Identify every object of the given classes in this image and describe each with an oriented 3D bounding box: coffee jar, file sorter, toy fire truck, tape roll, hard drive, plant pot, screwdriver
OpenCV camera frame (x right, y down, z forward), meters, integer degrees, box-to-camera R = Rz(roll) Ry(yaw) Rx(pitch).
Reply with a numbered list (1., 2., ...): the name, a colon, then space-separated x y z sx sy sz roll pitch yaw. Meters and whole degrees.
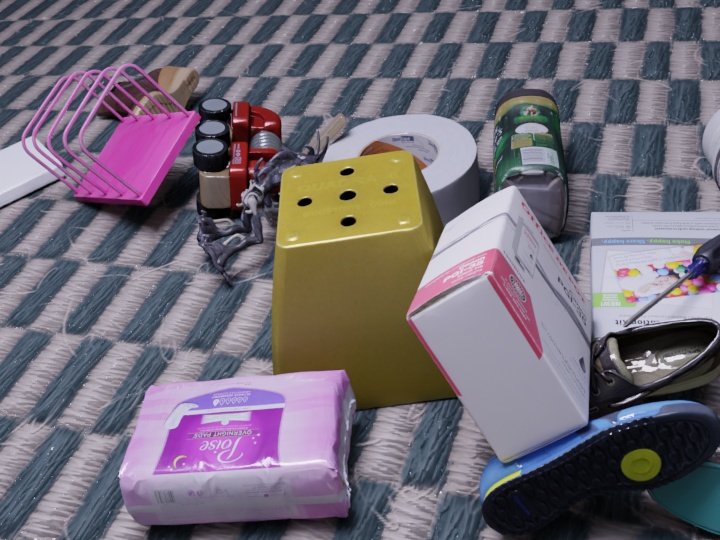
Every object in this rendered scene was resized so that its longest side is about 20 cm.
1. coffee jar: 0.200 -0.131 1.023 0.083 0.106 0.202 0 38 9
2. file sorter: -0.337 -0.182 1.126 0.198 0.125 0.141 7 63 47
3. toy fire truck: -0.121 -0.167 1.147 0.195 0.131 0.178 0 37 -6
4. tape roll: 0.051 -0.118 1.074 0.195 0.067 0.202 -6 38 5
5. hard drive: -0.551 -0.128 1.267 0.198 0.027 0.131 -32 42 -24
6. plant pot: 0.000 0.000 0.848 0.195 0.179 0.202 -8 38 4
7. screwdriver: 0.298 0.011 0.805 0.198 0.028 0.029 -29 -4 -30

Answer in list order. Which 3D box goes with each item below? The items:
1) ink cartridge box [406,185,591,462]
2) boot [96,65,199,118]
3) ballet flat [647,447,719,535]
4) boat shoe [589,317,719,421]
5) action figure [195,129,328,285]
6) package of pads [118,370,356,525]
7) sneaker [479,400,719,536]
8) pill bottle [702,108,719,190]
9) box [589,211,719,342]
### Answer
1. ink cartridge box: 0.125 0.034 0.723 0.082 0.148 0.201 -30 13 26
2. boot: -0.358 -0.254 1.363 0.163 0.073 0.202 -4 38 29
3. ballet flat: 0.319 0.173 0.648 0.196 0.070 0.075 10 21 34
4. boat shoe: 0.223 0.085 0.752 0.196 0.065 0.074 -23 54 5
5. action figure: -0.104 -0.076 1.032 0.199 0.103 0.119 -40 37 -6
6. package of pads: -0.102 0.157 0.758 0.195 0.077 0.122 -5 37 7
7. sneaker: 0.180 0.138 0.675 0.197 0.067 0.079 -29 17 23
8. pill bottle: 0.445 -0.101 0.913 0.110 0.115 0.202 -7 35 4
9. box: 0.310 0.014 0.866 0.152 0.042 0.202 1 41 15
